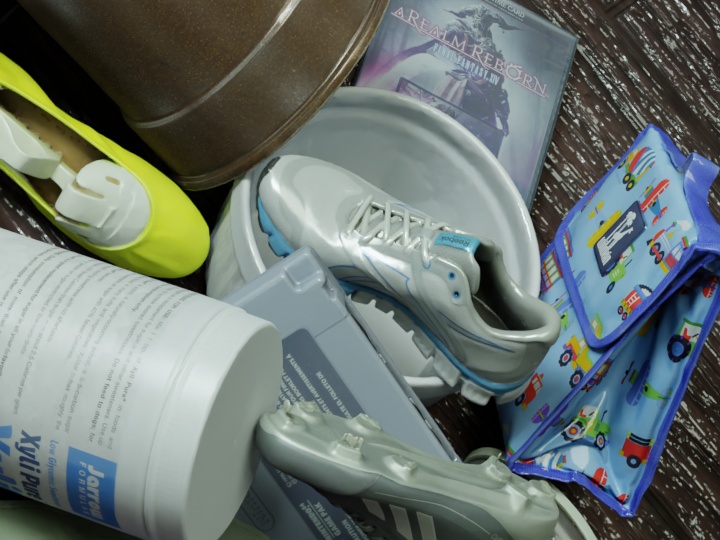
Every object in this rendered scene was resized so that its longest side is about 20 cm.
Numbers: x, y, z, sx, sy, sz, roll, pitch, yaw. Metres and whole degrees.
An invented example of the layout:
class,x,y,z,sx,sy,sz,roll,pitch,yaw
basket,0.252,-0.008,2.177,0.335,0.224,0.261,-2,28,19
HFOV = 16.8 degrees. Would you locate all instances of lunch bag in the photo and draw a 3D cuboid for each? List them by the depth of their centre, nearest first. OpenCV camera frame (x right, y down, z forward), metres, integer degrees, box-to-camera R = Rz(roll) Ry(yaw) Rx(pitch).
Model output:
class,x,y,z,sx,sy,sz,roll,pitch,yaw
lunch bag,0.164,0.018,1.474,0.093,0.201,0.151,22,25,-16

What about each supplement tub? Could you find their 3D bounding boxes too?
class,x,y,z,sx,sy,sz,roll,pitch,yaw
supplement tub,-0.155,0.057,1.286,0.199,0.132,0.132,18,52,15

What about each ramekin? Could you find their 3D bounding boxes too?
class,x,y,z,sx,sy,sz,roll,pitch,yaw
ramekin,0.000,0.000,1.486,0.199,0.105,0.202,12,59,-21

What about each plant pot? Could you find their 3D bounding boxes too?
class,x,y,z,sx,sy,sz,roll,pitch,yaw
plant pot,-0.116,-0.185,1.433,0.198,0.200,0.201,39,51,-27

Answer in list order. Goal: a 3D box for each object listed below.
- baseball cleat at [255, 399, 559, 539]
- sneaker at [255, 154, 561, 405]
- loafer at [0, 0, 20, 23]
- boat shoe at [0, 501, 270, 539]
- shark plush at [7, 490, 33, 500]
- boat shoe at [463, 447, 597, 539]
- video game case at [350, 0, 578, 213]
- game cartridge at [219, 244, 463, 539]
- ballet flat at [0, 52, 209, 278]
class,x,y,z,sx,sy,sz,roll,pitch,yaw
baseball cleat,0.017,0.139,1.328,0.199,0.107,0.070,19,18,-28
sneaker,0.033,-0.010,1.391,0.199,0.087,0.075,34,55,-6
loafer,-0.240,-0.156,1.420,0.062,0.072,0.200,1,26,12
boat shoe,-0.134,0.168,1.327,0.200,0.061,0.072,8,32,-30
shark plush,-0.148,0.093,1.385,0.083,0.090,0.201,52,41,-33
boat shoe,0.116,0.199,1.460,0.060,0.072,0.202,-34,85,-40
video game case,0.063,-0.112,1.635,0.142,0.019,0.201,27,56,-13
game cartridge,-0.030,0.098,1.387,0.201,0.133,0.042,56,13,-19
ballet flat,-0.179,-0.059,1.443,0.200,0.067,0.067,39,14,1
